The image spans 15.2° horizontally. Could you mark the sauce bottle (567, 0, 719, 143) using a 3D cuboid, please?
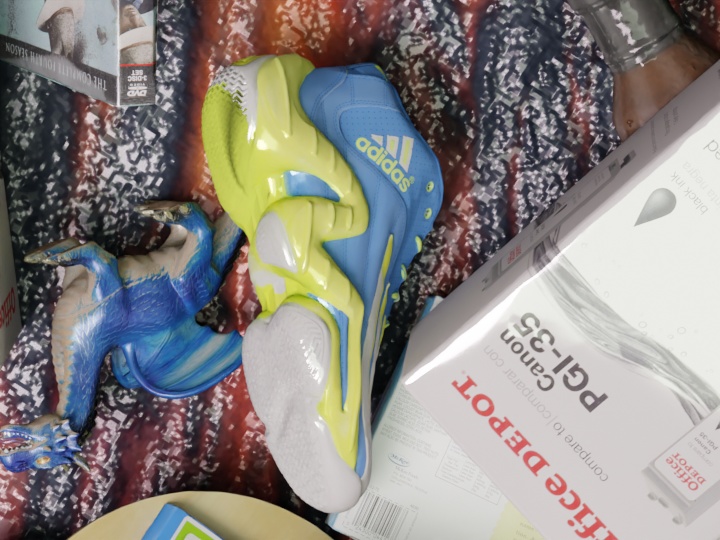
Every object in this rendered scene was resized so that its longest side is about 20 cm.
[{"bbox_3d":[0.154,-0.051,1.193,0.064,0.065,0.201,-30,102,7],"label":"sauce bottle"}]

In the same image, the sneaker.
[{"bbox_3d":[0.000,0.000,1.177,0.104,0.076,0.201,-14,98,-27],"label":"sneaker"}]

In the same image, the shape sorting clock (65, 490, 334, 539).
[{"bbox_3d":[-0.069,0.197,1.180,0.199,0.039,0.202,4,77,-17],"label":"shape sorting clock"}]

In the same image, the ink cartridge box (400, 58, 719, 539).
[{"bbox_3d":[0.137,0.027,1.141,0.200,0.083,0.147,-41,98,14],"label":"ink cartridge box"}]

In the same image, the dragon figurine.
[{"bbox_3d":[-0.086,0.022,1.209,0.199,0.059,0.100,-24,102,-23],"label":"dragon figurine"}]

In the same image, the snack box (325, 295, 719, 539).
[{"bbox_3d":[0.098,0.105,1.230,0.199,0.037,0.117,26,86,-4],"label":"snack box"}]

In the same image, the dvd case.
[{"bbox_3d":[-0.121,-0.179,1.135,0.022,0.146,0.201,-6,105,-26],"label":"dvd case"}]

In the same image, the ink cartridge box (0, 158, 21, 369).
[{"bbox_3d":[-0.205,-0.048,1.159,0.083,0.145,0.201,-5,103,2],"label":"ink cartridge box"}]
